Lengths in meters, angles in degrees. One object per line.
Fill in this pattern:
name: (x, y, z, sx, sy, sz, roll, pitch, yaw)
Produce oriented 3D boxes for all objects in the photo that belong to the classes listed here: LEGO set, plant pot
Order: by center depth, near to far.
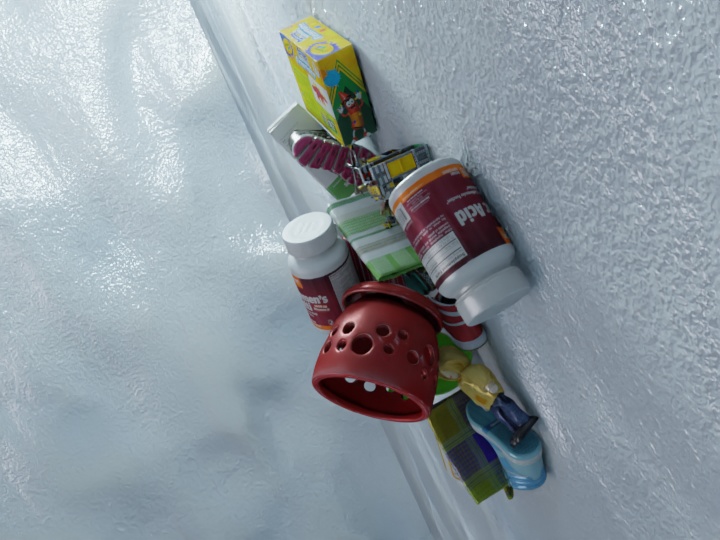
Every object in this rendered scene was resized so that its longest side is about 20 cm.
LEGO set: (0.045, -0.120, 1.133, 0.200, 0.115, 0.155, 35, 146, 62)
plant pot: (0.039, 0.130, 1.180, 0.199, 0.184, 0.201, 16, 154, 8)

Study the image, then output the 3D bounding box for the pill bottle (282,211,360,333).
pill bottle: (-0.063, 0.005, 1.270, 0.110, 0.109, 0.201, 50, 164, 54)

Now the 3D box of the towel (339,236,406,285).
towel: (0.000, 0.000, 1.326, 0.199, 0.022, 0.146, 8, 128, 38)

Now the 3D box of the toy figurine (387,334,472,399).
toy figurine: (0.137, 0.200, 1.429, 0.149, 0.201, 0.184, 28, 173, 16)

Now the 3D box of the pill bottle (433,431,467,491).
pill bottle: (0.227, 0.385, 1.558, 0.113, 0.112, 0.201, 51, 164, 52)

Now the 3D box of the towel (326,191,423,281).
towel: (0.045, -0.066, 1.234, 0.200, 0.148, 0.031, 56, 156, 38)

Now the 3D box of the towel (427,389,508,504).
towel: (0.218, 0.317, 1.355, 0.201, 0.143, 0.023, 62, 151, 13)

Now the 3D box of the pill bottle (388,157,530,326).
pill bottle: (0.131, -0.037, 0.949, 0.201, 0.113, 0.114, 60, 170, 16)

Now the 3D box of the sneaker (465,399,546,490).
sneaker: (0.261, 0.319, 1.301, 0.200, 0.079, 0.131, 49, 161, 60)

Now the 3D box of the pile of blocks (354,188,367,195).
pile of blocks: (0.031, -0.127, 1.410, 0.083, 0.062, 0.200, 67, 171, -18)

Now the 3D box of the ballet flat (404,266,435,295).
ballet flat: (0.114, 0.006, 1.299, 0.073, 0.072, 0.200, 63, 171, -1)

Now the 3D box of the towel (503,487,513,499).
towel: (0.269, 0.355, 1.450, 0.086, 0.018, 0.201, -69, -43, -70)

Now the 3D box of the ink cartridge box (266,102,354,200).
ink cartridge box: (-0.086, -0.237, 1.436, 0.200, 0.084, 0.146, 44, -176, -15)

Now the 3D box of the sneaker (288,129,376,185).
sneaker: (-0.051, -0.217, 1.334, 0.088, 0.199, 0.074, 49, 120, 48)

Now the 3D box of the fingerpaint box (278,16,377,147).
fingerpaint box: (-0.058, -0.341, 1.288, 0.200, 0.073, 0.168, 51, 165, 51)

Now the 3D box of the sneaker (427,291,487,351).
sneaker: (0.143, 0.058, 1.269, 0.200, 0.071, 0.113, 29, 149, 61)

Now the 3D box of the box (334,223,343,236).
box: (0.014, -0.053, 1.465, 0.079, 0.140, 0.200, 68, 170, -24)

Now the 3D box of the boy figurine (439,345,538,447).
boy figurine: (0.202, 0.201, 1.202, 0.200, 0.064, 0.125, 41, 164, 13)
